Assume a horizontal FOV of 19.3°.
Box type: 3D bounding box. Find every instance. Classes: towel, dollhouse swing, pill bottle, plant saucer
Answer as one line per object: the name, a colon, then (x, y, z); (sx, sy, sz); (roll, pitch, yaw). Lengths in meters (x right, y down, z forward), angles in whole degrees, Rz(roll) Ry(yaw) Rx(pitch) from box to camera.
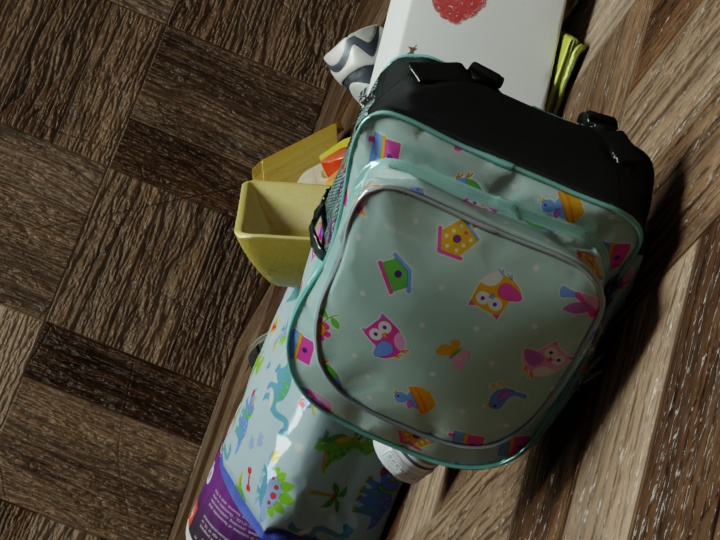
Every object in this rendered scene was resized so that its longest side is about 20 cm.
towel: (0.141, -0.148, 1.648); (0.200, 0.018, 0.086); (-106, 32, -78)
dollhouse swing: (-0.080, -0.107, 3.267); (0.181, 0.176, 0.200); (-27, 1, -8)
pill bottle: (-0.090, 0.211, 1.928); (0.113, 0.112, 0.201); (-80, 14, -62)
plant saucer: (0.003, -0.023, 1.656); (0.200, 0.199, 0.049); (-94, 7, -76)

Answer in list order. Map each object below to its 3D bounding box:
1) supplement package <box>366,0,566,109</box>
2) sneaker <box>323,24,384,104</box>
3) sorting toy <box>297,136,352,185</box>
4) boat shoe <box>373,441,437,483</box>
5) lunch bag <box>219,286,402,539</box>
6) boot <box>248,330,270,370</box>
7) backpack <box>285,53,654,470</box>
supplement package: (0.078, -0.163, 1.606); (0.120, 0.121, 0.201); (120, 165, -64)
sneaker: (0.067, -0.198, 2.178); (0.199, 0.130, 0.079); (-23, -9, -47)
sorting toy: (0.028, -0.103, 1.850); (0.199, 0.037, 0.185); (-31, 17, 4)
boat shoe: (0.056, 0.066, 1.475); (0.062, 0.072, 0.200); (-35, 28, 30)
lunch bag: (-0.032, 0.102, 1.629); (0.171, 0.127, 0.200); (-66, 29, 11)
boot: (0.000, 0.002, 1.797); (0.181, 0.073, 0.200); (-17, 36, 20)
backpack: (0.052, 0.012, 1.145); (0.154, 0.175, 0.200); (-70, 1, -52)
